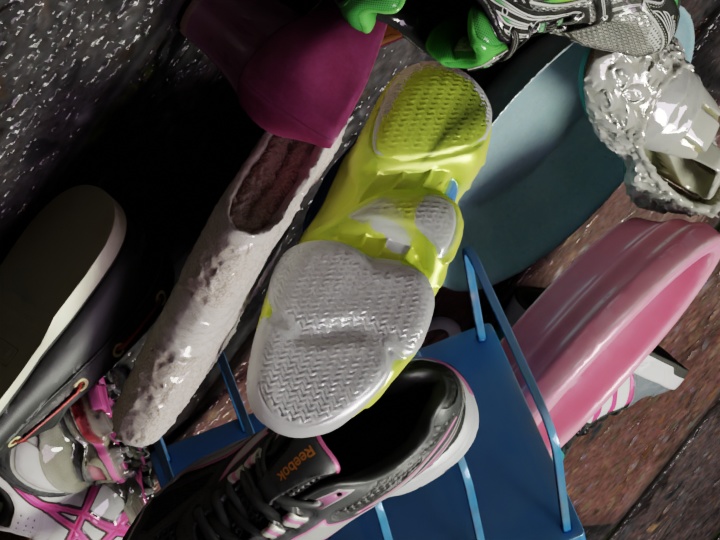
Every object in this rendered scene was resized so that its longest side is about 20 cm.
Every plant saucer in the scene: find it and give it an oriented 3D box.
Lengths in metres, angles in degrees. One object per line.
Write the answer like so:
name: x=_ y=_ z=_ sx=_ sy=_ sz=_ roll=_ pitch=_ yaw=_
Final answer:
plant saucer: x=0.100 y=-0.077 z=1.557 sx=0.201 sy=0.039 sz=0.201 roll=-38 pitch=156 yaw=-20
plant saucer: x=0.124 y=0.042 z=1.616 sx=0.200 sy=0.051 sz=0.201 roll=-44 pitch=168 yaw=-12

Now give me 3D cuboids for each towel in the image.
towel: x=-0.054 y=-0.011 z=1.309 sx=0.133 sy=0.034 sz=0.200 roll=-62 pitch=180 yaw=30

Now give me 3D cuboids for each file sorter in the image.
file sorter: x=-0.005 y=0.093 z=1.456 sx=0.199 sy=0.139 sz=0.123 roll=-21 pitch=148 yaw=-4

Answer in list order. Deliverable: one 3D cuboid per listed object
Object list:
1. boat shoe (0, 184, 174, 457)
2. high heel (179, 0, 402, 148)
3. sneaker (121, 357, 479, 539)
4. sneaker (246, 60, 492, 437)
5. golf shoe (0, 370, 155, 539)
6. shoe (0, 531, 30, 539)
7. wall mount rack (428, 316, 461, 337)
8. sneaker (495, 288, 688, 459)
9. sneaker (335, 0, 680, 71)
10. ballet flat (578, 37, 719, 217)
boat shoe: x=-0.163 y=0.055 z=1.270 sx=0.202 sy=0.074 sz=0.063 roll=-48 pitch=135 yaw=-4
high heel: x=0.014 y=-0.103 z=1.295 sx=0.200 sy=0.096 sz=0.068 roll=-24 pitch=148 yaw=-41
sneaker: x=-0.035 y=0.097 z=1.336 sx=0.200 sy=0.080 sz=0.086 roll=-38 pitch=168 yaw=-7
sneaker: x=0.000 y=0.000 z=1.343 sx=0.201 sy=0.076 sz=0.105 roll=-60 pitch=-175 yaw=-21
golf shoe: x=-0.149 y=0.099 z=1.399 sx=0.092 sy=0.073 sz=0.200 roll=-15 pitch=155 yaw=0
shoe: x=-0.235 y=0.180 z=1.361 sx=0.200 sy=0.070 sz=0.054 roll=-23 pitch=141 yaw=-46
wall mount rack: x=-0.004 y=0.109 z=1.636 sx=0.200 sy=0.075 sz=0.174 roll=-47 pitch=148 yaw=-1
sneaker: x=0.127 y=0.086 z=1.801 sx=0.200 sy=0.084 sz=0.121 roll=15 pitch=111 yaw=-55
sneaker: x=0.061 y=-0.121 z=1.269 sx=0.199 sy=0.086 sz=0.078 roll=9 pitch=155 yaw=-33
ballet flat: x=0.170 y=-0.079 z=1.541 sx=0.072 sy=0.072 sz=0.200 roll=-45 pitch=157 yaw=-2
